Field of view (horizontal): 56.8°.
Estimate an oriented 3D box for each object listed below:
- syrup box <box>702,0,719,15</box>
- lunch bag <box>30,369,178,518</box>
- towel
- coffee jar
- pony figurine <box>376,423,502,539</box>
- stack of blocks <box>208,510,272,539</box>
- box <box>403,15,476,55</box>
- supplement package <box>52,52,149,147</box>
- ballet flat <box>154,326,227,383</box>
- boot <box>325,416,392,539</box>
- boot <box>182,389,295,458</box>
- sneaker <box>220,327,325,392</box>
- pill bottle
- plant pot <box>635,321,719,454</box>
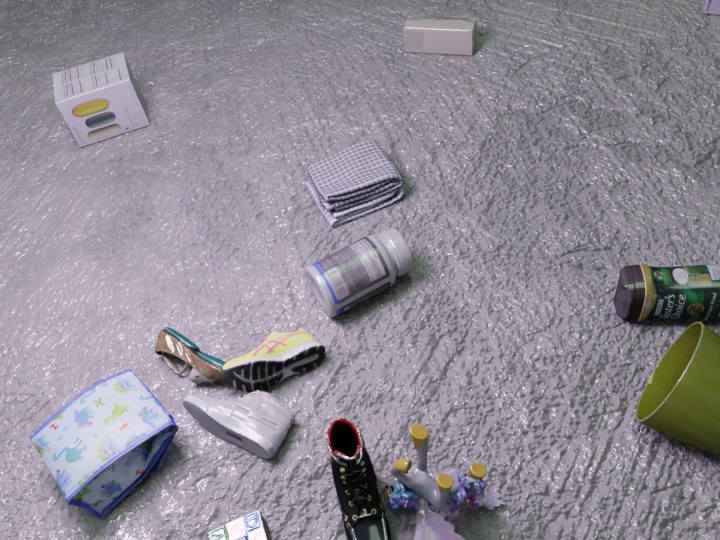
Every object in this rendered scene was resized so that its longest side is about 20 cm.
[{"bbox_3d":[1.050,-0.741,1.807,0.199,0.082,0.079,20,55,22],"label":"syrup box"},{"bbox_3d":[-0.435,0.290,1.158,0.170,0.128,0.200,36,73,32],"label":"lunch bag"},{"bbox_3d":[-0.018,-0.209,1.535,0.199,0.086,0.166,-22,49,-9],"label":"towel"},{"bbox_3d":[0.571,0.041,1.216,0.198,0.105,0.086,-1,47,10],"label":"coffee jar"},{"bbox_3d":[0.119,0.339,1.009,0.192,0.201,0.167,30,52,11],"label":"pony figurine"},{"bbox_3d":[-0.172,0.483,0.997,0.114,0.059,0.201,-21,50,-8],"label":"stack of blocks"},{"bbox_3d":[0.225,-0.664,1.879,0.198,0.083,0.069,9,51,15],"label":"box"},{"bbox_3d":[-0.706,-0.466,1.817,0.199,0.152,0.151,-20,51,-8],"label":"supplement package"},{"bbox_3d":[-0.321,0.178,1.285,0.199,0.070,0.066,25,85,30],"label":"ballet flat"},{"bbox_3d":[-0.006,0.341,1.026,0.073,0.154,0.204,-15,49,-4],"label":"boot"},{"bbox_3d":[-0.215,0.254,1.198,0.199,0.074,0.096,24,51,17],"label":"boot"},{"bbox_3d":[-0.171,0.162,1.254,0.199,0.079,0.090,-13,41,-25],"label":"sneaker"},{"bbox_3d":[0.000,0.000,1.338,0.199,0.114,0.114,-27,51,-14],"label":"pill bottle"},{"bbox_3d":[0.573,0.213,1.043,0.199,0.188,0.187,32,60,13],"label":"plant pot"}]
